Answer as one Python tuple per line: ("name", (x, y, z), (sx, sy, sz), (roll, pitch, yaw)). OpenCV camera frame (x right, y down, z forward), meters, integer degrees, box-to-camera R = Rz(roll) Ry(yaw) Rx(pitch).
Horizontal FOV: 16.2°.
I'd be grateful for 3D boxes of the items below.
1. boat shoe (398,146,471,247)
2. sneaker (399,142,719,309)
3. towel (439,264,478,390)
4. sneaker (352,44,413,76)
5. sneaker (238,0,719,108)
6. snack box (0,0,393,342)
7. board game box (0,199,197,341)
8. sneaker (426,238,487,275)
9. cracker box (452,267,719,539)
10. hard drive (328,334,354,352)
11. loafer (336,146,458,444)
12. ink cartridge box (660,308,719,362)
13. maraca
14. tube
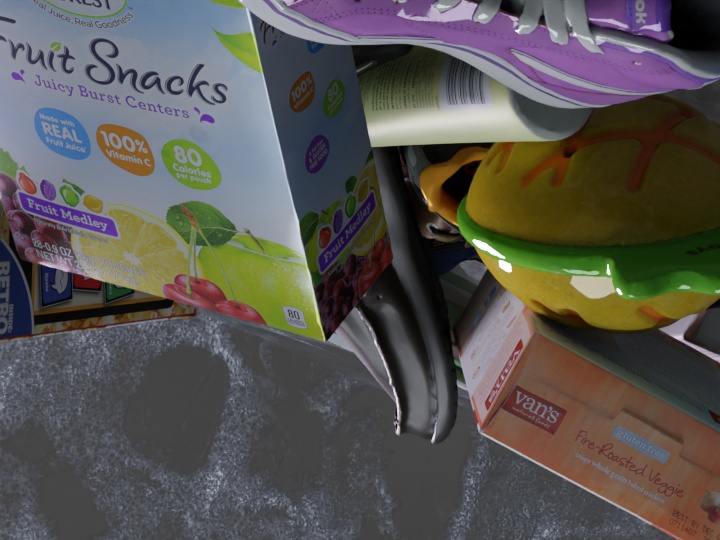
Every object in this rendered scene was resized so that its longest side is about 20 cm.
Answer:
("boat shoe", (0.061, -0.044, 1.385), (0.072, 0.068, 0.200), (23, 173, -27))
("sneaker", (0.107, -0.024, 1.250), (0.199, 0.078, 0.077), (21, -153, -6))
("towel", (0.038, 0.013, 1.487), (0.152, 0.023, 0.200), (25, -161, -48))
("sneaker", (-0.053, -0.095, 1.155), (0.200, 0.067, 0.090), (-15, 161, 41))
("sneaker", (0.051, -0.108, 0.883), (0.200, 0.073, 0.114), (12, 176, -33))
("snack box", (-0.086, -0.080, 1.058), (0.168, 0.068, 0.200), (13, 134, 29))
("board game box", (-0.154, -0.045, 1.247), (0.046, 0.152, 0.200), (5, -174, 33))
("sneaker", (0.125, 0.001, 1.495), (0.199, 0.085, 0.077), (20, 174, -5))
("cracker box", (0.119, 0.060, 1.211), (0.134, 0.058, 0.200), (29, -171, -6))
("hard drive", (-0.027, -0.025, 1.542), (0.132, 0.025, 0.200), (25, -153, -39))
("loafer", (0.000, 0.000, 1.283), (0.071, 0.200, 0.073), (-15, -157, 5))
("ink cartridge box", (0.259, 0.037, 1.378), (0.200, 0.084, 0.144), (23, 173, -10))
("maraca", (0.125, -0.022, 1.117), (0.137, 0.107, 0.200), (-19, -159, -23))
("tube", (0.028, -0.085, 1.156), (0.058, 0.052, 0.200), (-23, -165, -33))
